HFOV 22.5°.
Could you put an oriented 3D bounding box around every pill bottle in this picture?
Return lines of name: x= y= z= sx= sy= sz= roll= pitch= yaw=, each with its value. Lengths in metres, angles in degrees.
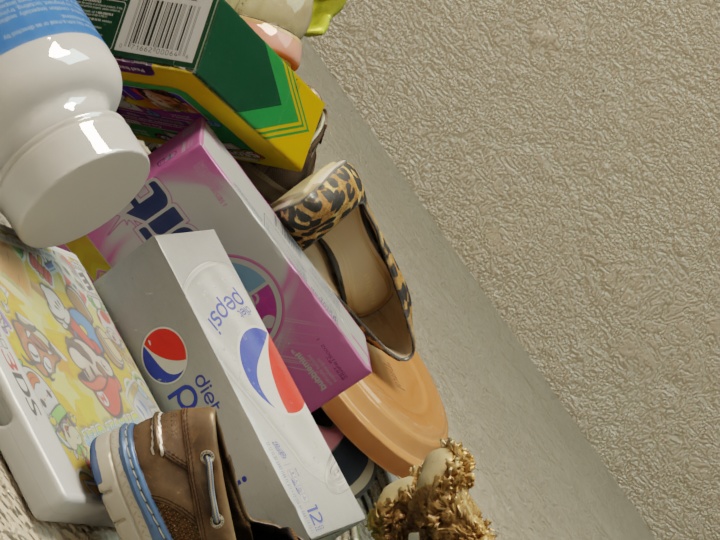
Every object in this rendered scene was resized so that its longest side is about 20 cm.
pill bottle: x=-0.200 y=-0.116 z=0.994 sx=0.200 sy=0.112 sz=0.112 roll=54 pitch=7 yaw=18

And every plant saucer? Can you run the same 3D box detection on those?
plant saucer: x=0.004 y=0.068 z=1.356 sx=0.200 sy=0.032 sz=0.201 roll=46 pitch=18 yaw=-20

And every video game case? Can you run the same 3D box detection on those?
video game case: x=-0.158 y=0.053 z=0.949 sx=0.182 sy=0.023 sz=0.200 roll=59 pitch=8 yaw=17

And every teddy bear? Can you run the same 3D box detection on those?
teddy bear: x=0.057 y=0.202 z=1.092 sx=0.067 sy=0.145 sz=0.201 roll=10 pitch=42 yaw=-32

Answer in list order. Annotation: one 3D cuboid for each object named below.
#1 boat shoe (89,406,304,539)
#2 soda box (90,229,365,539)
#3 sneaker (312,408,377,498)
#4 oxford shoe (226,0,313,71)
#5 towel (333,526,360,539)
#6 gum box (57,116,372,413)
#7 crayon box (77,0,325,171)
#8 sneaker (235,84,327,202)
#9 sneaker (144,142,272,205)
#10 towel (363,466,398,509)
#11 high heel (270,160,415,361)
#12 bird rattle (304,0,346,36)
boat shoe: x=-0.059 y=0.158 z=0.885 sx=0.072 sy=0.072 sz=0.201 roll=-97 pitch=163 yaw=-68
soda box: x=-0.080 y=0.078 z=1.058 sx=0.063 sy=0.068 sz=0.201 roll=-8 pitch=66 yaw=-59
sneaker: x=-0.042 y=0.079 z=1.357 sx=0.082 sy=0.070 sz=0.200 roll=54 pitch=6 yaw=-43
oxford shoe: x=-0.126 y=-0.197 z=1.207 sx=0.199 sy=0.074 sz=0.071 roll=21 pitch=-12 yaw=-13
towel: x=0.001 y=0.233 z=1.063 sx=0.200 sy=0.031 sz=0.150 roll=-105 pitch=-177 yaw=-72
gum box: x=-0.089 y=0.018 z=1.162 sx=0.200 sy=0.113 sz=0.066 roll=54 pitch=9 yaw=-18
crayon box: x=-0.148 y=-0.135 z=1.197 sx=0.199 sy=0.059 sz=0.173 roll=13 pitch=-12 yaw=25
sneaker: x=-0.049 y=-0.103 z=1.344 sx=0.070 sy=0.076 sz=0.200 roll=38 pitch=13 yaw=-8
sneaker: x=-0.123 y=-0.059 z=1.398 sx=0.073 sy=0.088 sz=0.200 roll=-2 pitch=34 yaw=-33
towel: x=0.032 y=0.182 z=1.534 sx=0.133 sy=0.034 sz=0.200 roll=48 pitch=12 yaw=-43
high heel: x=0.000 y=0.000 z=1.248 sx=0.143 sy=0.071 sz=0.200 roll=56 pitch=-1 yaw=2
bird rattle: x=-0.105 y=-0.234 z=1.318 sx=0.200 sy=0.113 sz=0.163 roll=56 pitch=24 yaw=13
